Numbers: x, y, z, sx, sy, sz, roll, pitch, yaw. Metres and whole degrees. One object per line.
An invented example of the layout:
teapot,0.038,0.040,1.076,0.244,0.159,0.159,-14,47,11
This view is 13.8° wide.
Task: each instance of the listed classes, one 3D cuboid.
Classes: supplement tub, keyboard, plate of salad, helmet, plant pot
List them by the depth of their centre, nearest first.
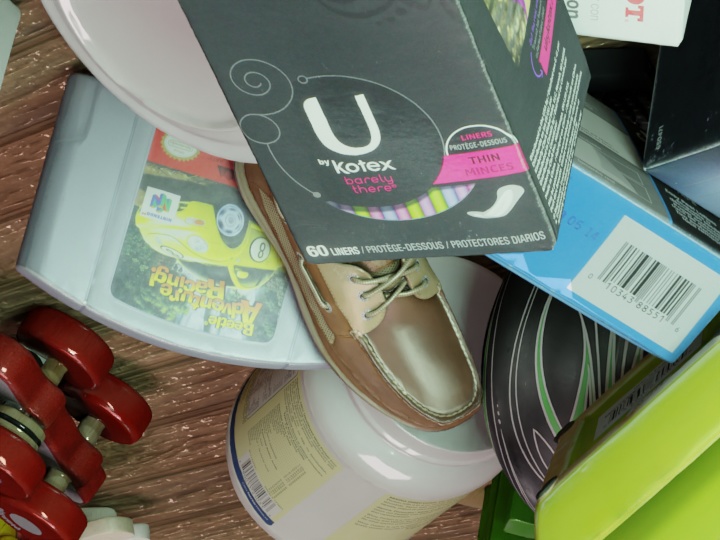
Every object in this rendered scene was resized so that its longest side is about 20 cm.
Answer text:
plant pot,0.200,0.116,1.451,0.200,0.199,0.182,-43,92,16
plate of salad,-0.086,-0.140,1.471,0.200,0.048,0.200,26,141,23
keyboard,0.059,-0.099,1.559,0.199,0.021,0.127,-2,150,23
helmet,0.157,0.059,1.634,0.199,0.191,0.200,10,153,5
supplement tub,0.015,0.083,1.788,0.145,0.145,0.200,20,152,-16

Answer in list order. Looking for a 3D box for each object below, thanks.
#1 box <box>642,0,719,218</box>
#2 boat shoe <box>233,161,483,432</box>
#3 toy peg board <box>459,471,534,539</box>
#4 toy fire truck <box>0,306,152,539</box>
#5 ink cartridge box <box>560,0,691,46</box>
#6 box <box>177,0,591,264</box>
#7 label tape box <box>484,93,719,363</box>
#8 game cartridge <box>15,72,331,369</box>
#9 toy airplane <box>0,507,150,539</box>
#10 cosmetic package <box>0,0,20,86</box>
box,0.277,-0.077,1.403,0.198,0.124,0.200,29,149,-32
boat shoe,0.000,0.000,1.598,0.200,0.076,0.072,54,164,-1
toy peg board,0.163,0.164,1.940,0.199,0.098,0.200,13,154,-3
toy fire truck,-0.246,0.086,1.957,0.168,0.112,0.200,20,157,25
ink cartridge box,0.054,-0.185,1.294,0.199,0.084,0.145,7,140,9
box,0.009,-0.108,1.249,0.122,0.106,0.200,-5,136,22
label tape box,0.094,-0.055,1.450,0.144,0.200,0.063,31,109,-22
game cartridge,-0.083,-0.019,1.642,0.199,0.133,0.041,16,176,-10
toy airplane,-0.251,0.211,2.144,0.199,0.141,0.200,7,153,7
cosmetic package,-0.318,-0.090,1.559,0.200,0.168,0.166,-12,146,37
